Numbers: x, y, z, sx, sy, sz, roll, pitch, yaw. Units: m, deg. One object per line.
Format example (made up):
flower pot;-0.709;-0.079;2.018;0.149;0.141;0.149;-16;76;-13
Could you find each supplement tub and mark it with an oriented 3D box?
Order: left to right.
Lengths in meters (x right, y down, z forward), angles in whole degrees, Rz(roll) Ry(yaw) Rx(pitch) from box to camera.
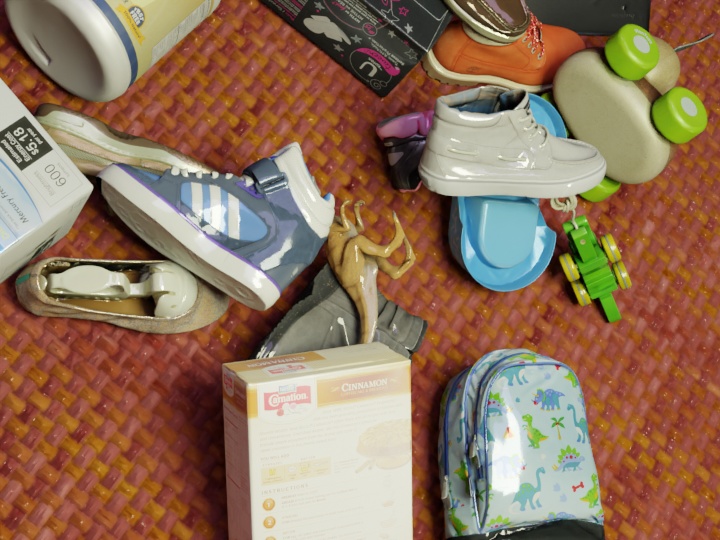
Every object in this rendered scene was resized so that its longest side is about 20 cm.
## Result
supplement tub;-0.220;-0.271;1.221;0.144;0.144;0.200;43;62;-4

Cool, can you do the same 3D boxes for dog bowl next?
dog bowl;0.146;-0.082;1.322;0.111;0.050;0.201;3;98;-25

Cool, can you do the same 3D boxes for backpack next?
backpack;0.150;0.176;1.235;0.162;0.154;0.201;1;59;-16

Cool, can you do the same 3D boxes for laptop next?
laptop;0.242;-0.384;1.532;0.186;0.116;0.200;-3;45;-24

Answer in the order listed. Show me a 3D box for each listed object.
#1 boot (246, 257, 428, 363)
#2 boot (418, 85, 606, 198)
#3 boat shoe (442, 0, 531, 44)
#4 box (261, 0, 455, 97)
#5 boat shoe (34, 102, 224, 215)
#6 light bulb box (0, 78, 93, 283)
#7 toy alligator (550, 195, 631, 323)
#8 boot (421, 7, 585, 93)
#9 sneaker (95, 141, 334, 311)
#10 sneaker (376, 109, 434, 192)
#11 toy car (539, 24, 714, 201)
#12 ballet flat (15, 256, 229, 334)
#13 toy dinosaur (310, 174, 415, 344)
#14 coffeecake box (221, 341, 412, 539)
boot;-0.023;0.084;1.221;0.132;0.070;0.200;41;63;-3
boot;0.156;-0.126;1.236;0.199;0.096;0.074;-5;37;-22
boat shoe;0.104;-0.317;1.286;0.202;0.075;0.075;48;60;-4
box;-0.003;-0.305;1.342;0.200;0.115;0.132;38;61;-9
boat shoe;-0.218;-0.085;1.209;0.199;0.072;0.076;20;80;-8
light bulb box;-0.374;-0.068;1.096;0.198;0.125;0.200;48;60;-1
toy alligator;0.233;-0.026;1.345;0.059;0.200;0.054;-24;38;9
boot;0.177;-0.247;1.403;0.199;0.107;0.075;-5;72;-26
sneaker;-0.120;-0.072;1.172;0.200;0.081;0.147;35;69;1
sneaker;0.113;-0.126;1.360;0.199;0.079;0.096;-10;91;-22
toy car;0.313;-0.196;1.423;0.200;0.164;0.158;-35;88;-41
ballet flat;-0.208;0.019;1.168;0.199;0.067;0.068;0;72;-23
toy dinosaur;0.000;0.000;1.219;0.106;0.060;0.201;-23;76;4
coffeecake box;-0.036;0.176;1.135;0.153;0.073;0.201;-6;103;-24
